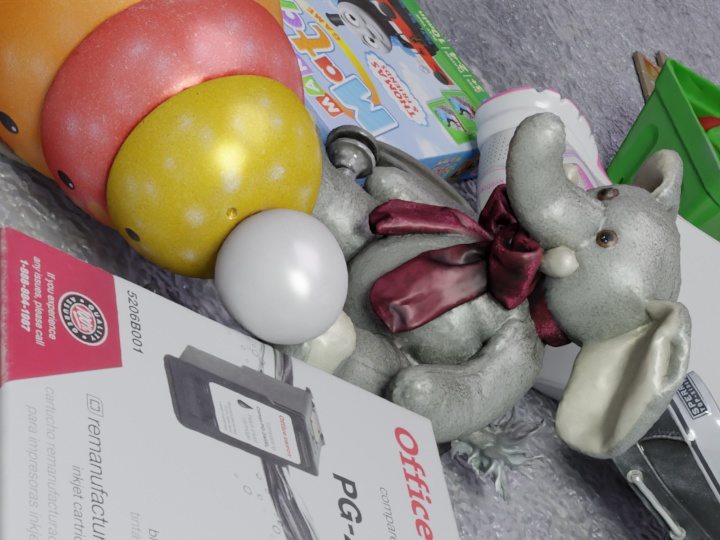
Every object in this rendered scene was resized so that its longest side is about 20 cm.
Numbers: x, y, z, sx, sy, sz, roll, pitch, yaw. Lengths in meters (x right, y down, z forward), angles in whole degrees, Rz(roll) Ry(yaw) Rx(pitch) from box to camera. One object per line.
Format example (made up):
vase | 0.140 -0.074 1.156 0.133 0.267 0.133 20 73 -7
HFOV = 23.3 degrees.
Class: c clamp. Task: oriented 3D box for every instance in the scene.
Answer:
c clamp | 0.000 0.000 0.830 0.171 0.027 0.200 42 40 -16

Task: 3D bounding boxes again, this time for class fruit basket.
fruit basket | 0.297 -0.065 1.162 0.215 0.216 0.156 23 35 -35

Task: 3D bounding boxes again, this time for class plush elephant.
plush elephant | 0.066 0.002 0.745 0.200 0.155 0.165 44 24 -28

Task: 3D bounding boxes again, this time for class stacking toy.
stacking toy | -0.064 -0.047 0.683 0.146 0.146 0.200 15 30 -43

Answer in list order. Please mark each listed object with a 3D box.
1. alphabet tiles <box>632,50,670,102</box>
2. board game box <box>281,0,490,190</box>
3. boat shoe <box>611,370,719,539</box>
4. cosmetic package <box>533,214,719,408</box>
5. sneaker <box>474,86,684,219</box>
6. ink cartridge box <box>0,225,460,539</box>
alphabet tiles | 0.288 -0.097 1.394 0.166 0.006 0.200 31 31 -23
board game box | -0.003 -0.113 0.995 0.152 0.037 0.200 53 30 12
boat shoe | 0.178 0.141 0.869 0.200 0.068 0.074 57 7 -34
cosmetic package | 0.185 0.050 0.934 0.199 0.108 0.085 30 -8 -27
sneaker | 0.127 -0.007 0.996 0.200 0.081 0.088 42 49 -22
ink cartridge box | -0.057 0.093 0.601 0.199 0.083 0.146 26 34 -32
